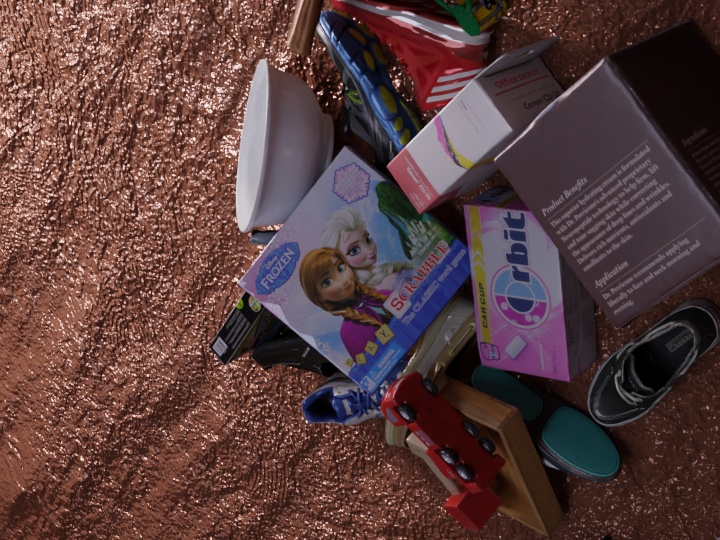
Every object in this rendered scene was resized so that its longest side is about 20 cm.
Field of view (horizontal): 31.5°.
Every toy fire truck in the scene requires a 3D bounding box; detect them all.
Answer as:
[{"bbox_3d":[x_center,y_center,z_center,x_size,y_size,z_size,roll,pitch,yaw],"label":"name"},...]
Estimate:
[{"bbox_3d":[0.092,0.203,1.425,0.200,0.049,0.141,45,157,-4],"label":"toy fire truck"}]

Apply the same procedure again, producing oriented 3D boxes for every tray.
[{"bbox_3d":[0.159,0.212,1.439,0.098,0.037,0.200,22,148,43],"label":"tray"}]

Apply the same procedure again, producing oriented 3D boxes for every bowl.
[{"bbox_3d":[-0.085,-0.139,1.487,0.201,0.090,0.202,-173,90,-76],"label":"bowl"}]

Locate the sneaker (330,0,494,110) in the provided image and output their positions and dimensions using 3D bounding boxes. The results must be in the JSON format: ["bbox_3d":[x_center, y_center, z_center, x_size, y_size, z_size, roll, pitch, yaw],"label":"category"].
[{"bbox_3d":[0.045,-0.234,1.364,0.199,0.078,0.116,26,124,32],"label":"sneaker"}]

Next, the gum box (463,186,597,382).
[{"bbox_3d":[0.184,0.018,1.366,0.113,0.066,0.201,8,115,38],"label":"gum box"}]

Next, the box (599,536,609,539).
[{"bbox_3d":[0.264,0.449,1.464,0.197,0.117,0.200,49,135,13],"label":"box"}]

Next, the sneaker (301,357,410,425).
[{"bbox_3d":[0.013,0.161,1.574,0.199,0.088,0.076,-17,96,43],"label":"sneaker"}]

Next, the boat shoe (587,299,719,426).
[{"bbox_3d":[0.289,0.102,1.314,0.071,0.064,0.200,48,134,14],"label":"boat shoe"}]

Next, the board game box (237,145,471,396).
[{"bbox_3d":[0.000,0.000,1.427,0.199,0.041,0.200,39,98,4],"label":"board game box"}]

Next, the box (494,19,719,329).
[{"bbox_3d":[0.268,-0.089,1.170,0.200,0.164,0.166,56,136,6],"label":"box"}]

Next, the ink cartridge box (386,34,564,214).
[{"bbox_3d":[0.132,-0.148,1.298,0.068,0.116,0.200,55,136,8],"label":"ink cartridge box"}]

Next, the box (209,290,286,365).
[{"bbox_3d":[-0.107,0.032,1.604,0.035,0.110,0.200,48,134,13],"label":"box"}]

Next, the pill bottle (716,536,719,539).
[{"bbox_3d":[0.376,0.317,1.242,0.110,0.200,0.111,19,121,34],"label":"pill bottle"}]

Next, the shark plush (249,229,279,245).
[{"bbox_3d":[-0.027,-0.022,1.484,0.199,0.083,0.091,26,125,-3],"label":"shark plush"}]

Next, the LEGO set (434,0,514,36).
[{"bbox_3d":[0.101,-0.342,1.263,0.200,0.116,0.154,41,162,33],"label":"LEGO set"}]

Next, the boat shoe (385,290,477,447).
[{"bbox_3d":[0.089,0.122,1.467,0.066,0.074,0.201,27,105,19],"label":"boat shoe"}]

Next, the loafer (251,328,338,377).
[{"bbox_3d":[-0.061,0.106,1.621,0.199,0.073,0.072,-16,97,45],"label":"loafer"}]

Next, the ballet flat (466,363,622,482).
[{"bbox_3d":[0.204,0.175,1.431,0.200,0.073,0.073,34,129,18],"label":"ballet flat"}]

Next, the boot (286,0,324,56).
[{"bbox_3d":[-0.023,-0.344,1.314,0.068,0.189,0.201,10,129,-2],"label":"boot"}]

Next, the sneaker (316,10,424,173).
[{"bbox_3d":[-0.001,-0.196,1.426,0.083,0.071,0.200,-26,95,39],"label":"sneaker"}]
